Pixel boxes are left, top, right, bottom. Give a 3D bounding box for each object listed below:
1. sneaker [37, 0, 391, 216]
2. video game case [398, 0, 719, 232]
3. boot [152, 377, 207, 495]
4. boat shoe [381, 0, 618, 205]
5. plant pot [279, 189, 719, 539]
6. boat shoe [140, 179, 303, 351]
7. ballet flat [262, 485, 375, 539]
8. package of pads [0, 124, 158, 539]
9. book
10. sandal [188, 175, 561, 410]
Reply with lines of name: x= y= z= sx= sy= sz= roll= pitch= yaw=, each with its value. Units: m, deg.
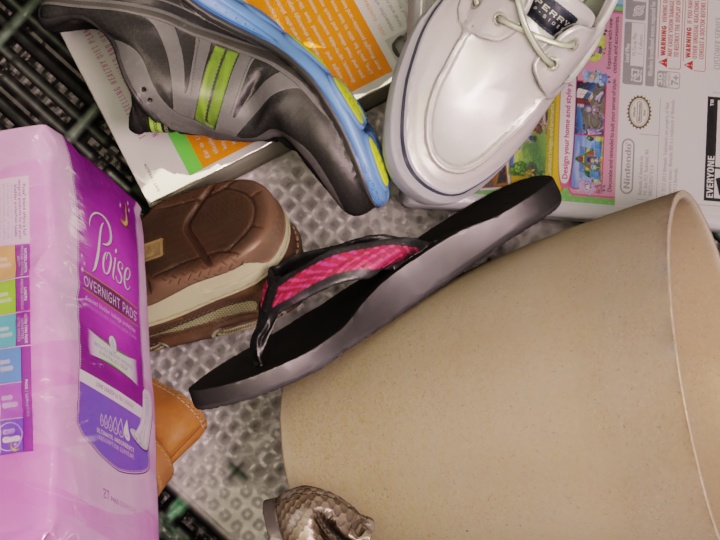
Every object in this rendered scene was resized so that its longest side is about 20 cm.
sneaker: x=-0.068 y=-0.087 z=1.413 sx=0.200 sy=0.071 sz=0.083 roll=37 pitch=90 yaw=9
video game case: x=0.112 y=-0.123 z=1.450 sx=0.182 sy=0.022 sz=0.200 roll=4 pitch=84 yaw=-13
boot: x=-0.182 y=0.095 z=1.438 sx=0.200 sy=0.074 sz=0.155 roll=24 pitch=62 yaw=31
boat shoe: x=0.077 y=-0.122 z=1.384 sx=0.074 sy=0.067 sz=0.200 roll=33 pitch=73 yaw=-17
plant pot: x=0.071 y=0.071 z=1.387 sx=0.200 sy=0.187 sz=0.188 roll=-10 pitch=83 yaw=16
boat shoe: x=-0.118 y=0.017 z=1.442 sx=0.202 sy=0.075 sz=0.075 roll=-10 pitch=54 yaw=23
ballet flat: x=0.007 y=0.173 z=1.376 sx=0.046 sy=0.067 sz=0.200 roll=-19 pitch=124 yaw=5
package of pads: x=-0.142 y=0.047 z=1.323 sx=0.076 sy=0.121 sz=0.200 roll=-10 pitch=69 yaw=16
book: x=-0.043 y=-0.131 z=1.470 sx=0.200 sy=0.048 sz=0.134 roll=-27 pitch=82 yaw=-2
sandal: x=0.000 y=0.000 z=1.379 sx=0.200 sy=0.075 sz=0.045 roll=-33 pitch=104 yaw=-11
